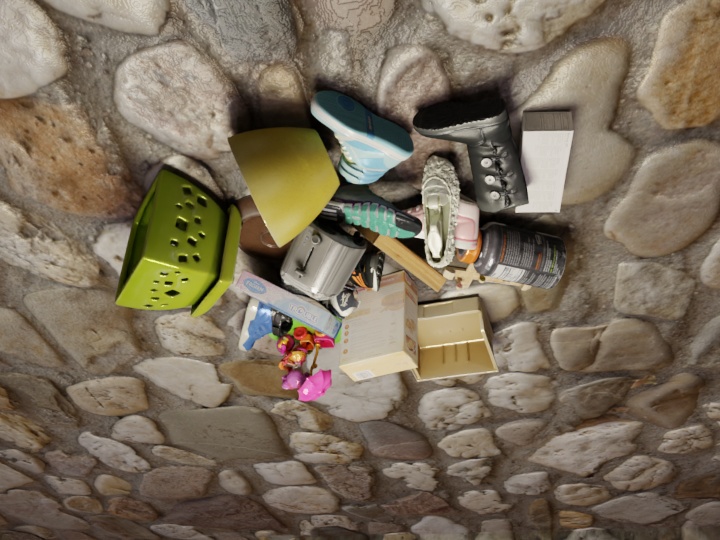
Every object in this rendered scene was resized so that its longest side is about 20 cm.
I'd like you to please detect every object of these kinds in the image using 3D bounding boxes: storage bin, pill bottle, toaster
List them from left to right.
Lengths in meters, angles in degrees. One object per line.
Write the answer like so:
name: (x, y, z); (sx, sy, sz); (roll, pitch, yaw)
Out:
toaster: (-0.068, -0.024, 1.395); (0.113, 0.130, 0.200); (31, -171, 12)
storage bin: (0.203, 0.159, 1.727); (0.197, 0.095, 0.199); (-9, 142, 16)
pill bottle: (0.290, -0.034, 1.451); (0.197, 0.107, 0.107); (12, 143, -12)

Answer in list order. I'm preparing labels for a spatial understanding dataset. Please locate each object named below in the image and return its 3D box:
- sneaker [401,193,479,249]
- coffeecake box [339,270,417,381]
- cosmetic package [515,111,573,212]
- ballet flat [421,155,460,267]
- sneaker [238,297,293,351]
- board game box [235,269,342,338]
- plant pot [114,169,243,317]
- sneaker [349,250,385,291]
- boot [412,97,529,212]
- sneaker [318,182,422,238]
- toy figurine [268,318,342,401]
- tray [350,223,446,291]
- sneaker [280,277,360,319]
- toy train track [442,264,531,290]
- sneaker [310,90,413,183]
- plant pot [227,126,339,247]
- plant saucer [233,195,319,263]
sneaker: (0.132, -0.111, 1.397); (0.198, 0.075, 0.106); (15, 106, 24)
coffeecake box: (0.041, 0.117, 1.590); (0.152, 0.202, 0.073); (-16, 140, 25)
cosmetic package: (0.315, -0.184, 1.292); (0.081, 0.051, 0.201); (2, 144, 8)
ballet flat: (0.139, -0.099, 1.317); (0.071, 0.072, 0.203); (-2, 105, 7)
sneaker: (-0.217, 0.135, 1.734); (0.110, 0.077, 0.201); (17, 136, -4)
board game box: (-0.142, 0.073, 1.545); (0.198, 0.044, 0.199); (26, 173, 10)
plant pot: (-0.336, -0.036, 1.409); (0.179, 0.202, 0.200); (18, 146, -24)
sneaker: (0.000, 0.000, 1.502); (0.089, 0.071, 0.200); (11, 171, 2)
boot: (0.189, -0.186, 1.255); (0.163, 0.066, 0.201); (2, 142, 28)
sneaker: (0.021, -0.123, 1.337); (0.197, 0.089, 0.075); (15, 152, 4)
toy figurine: (-0.133, 0.216, 1.750); (0.197, 0.186, 0.151); (-6, 143, 13)
tray: (0.078, -0.036, 1.471); (0.199, 0.099, 0.037); (34, 95, -36)
sneaker: (-0.067, 0.040, 1.522); (0.128, 0.080, 0.199); (23, 172, 30)
toy train track: (0.273, 0.023, 1.591); (0.197, 0.033, 0.115); (8, 143, -8)
sneaker: (-0.022, -0.211, 1.256); (0.198, 0.080, 0.130); (25, 137, -26)
plant pot: (-0.118, -0.161, 1.261); (0.140, 0.201, 0.201); (-25, 141, -2)
plant saucer: (-0.174, -0.074, 1.489); (0.197, 0.035, 0.201); (3, 144, 2)
